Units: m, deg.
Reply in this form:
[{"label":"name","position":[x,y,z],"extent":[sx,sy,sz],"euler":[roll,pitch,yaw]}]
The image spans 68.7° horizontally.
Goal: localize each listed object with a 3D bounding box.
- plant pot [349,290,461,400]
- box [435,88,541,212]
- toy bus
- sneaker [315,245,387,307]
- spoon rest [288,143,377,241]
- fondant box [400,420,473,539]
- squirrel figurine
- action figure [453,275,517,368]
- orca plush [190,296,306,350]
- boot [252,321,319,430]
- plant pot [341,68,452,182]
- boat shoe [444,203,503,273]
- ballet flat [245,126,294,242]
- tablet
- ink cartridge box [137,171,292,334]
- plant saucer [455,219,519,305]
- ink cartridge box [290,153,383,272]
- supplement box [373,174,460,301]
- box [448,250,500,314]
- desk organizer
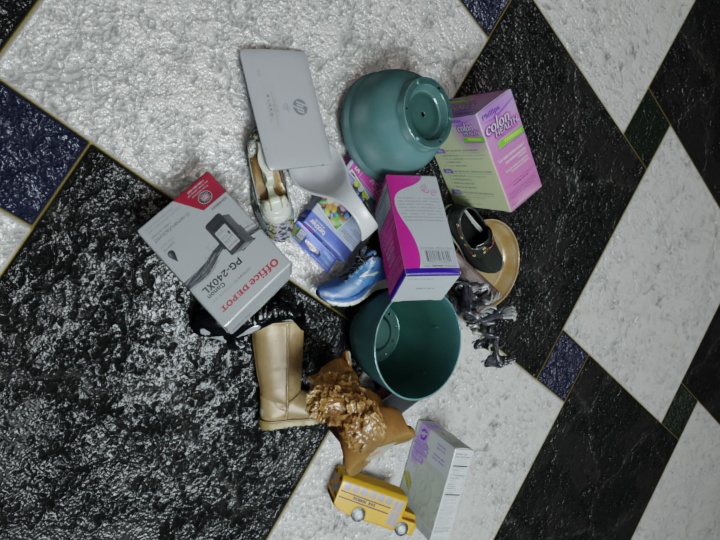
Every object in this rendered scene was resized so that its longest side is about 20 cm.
[{"label":"plant pot","position":[0.070,0.130,1.019],"extent":[0.196,0.160,0.206],"euler":[-1,91,-30]},{"label":"box","position":[0.237,-0.234,1.043],"extent":[0.096,0.175,0.203],"euler":[-37,115,-17]},{"label":"toy bus","position":[0.029,0.484,1.105],"extent":[0.197,0.065,0.080],"euler":[26,86,-17]},{"label":"sneaker","position":[0.000,0.000,0.996],"extent":[0.197,0.078,0.091],"euler":[-25,118,-24]},{"label":"spoon rest","position":[-0.045,-0.145,0.922],"extent":[0.099,0.061,0.201],"euler":[-41,82,-10]},{"label":"fondant box","position":[0.158,0.454,1.151],"extent":[0.057,0.144,0.205],"euler":[15,92,-28]},{"label":"squirrel figurine","position":[-0.017,0.228,0.916],"extent":[0.140,0.189,0.201],"euler":[-31,151,-1]},{"label":"action figure","position":[0.236,0.080,0.995],"extent":[0.100,0.120,0.203],"euler":[-23,117,7]},{"label":"orca plush","position":[-0.188,0.081,0.889],"extent":[0.195,0.071,0.108],"euler":[10,77,-7]},{"label":"boot","position":[-0.116,0.186,0.988],"extent":[0.171,0.066,0.206],"euler":[-4,100,-30]},{"label":"plant pot","position":[0.081,-0.269,0.950],"extent":[0.196,0.133,0.206],"euler":[-1,92,-36]},{"label":"boat shoe","position":[0.247,-0.059,1.110],"extent":[0.201,0.063,0.074],"euler":[45,75,-29]},{"label":"ballet flat","position":[-0.155,-0.141,0.898],"extent":[0.071,0.072,0.205],"euler":[-18,108,-25]},{"label":"tablet","position":[-0.121,-0.271,0.882],"extent":[0.128,0.014,0.205],"euler":[-13,89,-35]},{"label":"ink cartridge box","position":[-0.221,-0.025,0.827],"extent":[0.145,0.083,0.200],"euler":[-43,87,-16]},{"label":"plant saucer","position":[0.276,-0.015,1.189],"extent":[0.196,0.035,0.206],"euler":[-6,102,-29]},{"label":"ink cartridge box","position":[-0.034,-0.107,0.993],"extent":[0.119,0.042,0.201],"euler":[43,79,-28]},{"label":"supplement box","position":[0.094,-0.059,0.929],"extent":[0.099,0.104,0.204],"euler":[0,62,-15]},{"label":"box","position":[0.181,-0.001,1.073],"extent":[0.199,0.100,0.075],"euler":[38,95,-16]},{"label":"desk organizer","position":[0.026,0.269,1.069],"extent":[0.198,0.077,0.073],"euler":[-31,128,-21]}]
